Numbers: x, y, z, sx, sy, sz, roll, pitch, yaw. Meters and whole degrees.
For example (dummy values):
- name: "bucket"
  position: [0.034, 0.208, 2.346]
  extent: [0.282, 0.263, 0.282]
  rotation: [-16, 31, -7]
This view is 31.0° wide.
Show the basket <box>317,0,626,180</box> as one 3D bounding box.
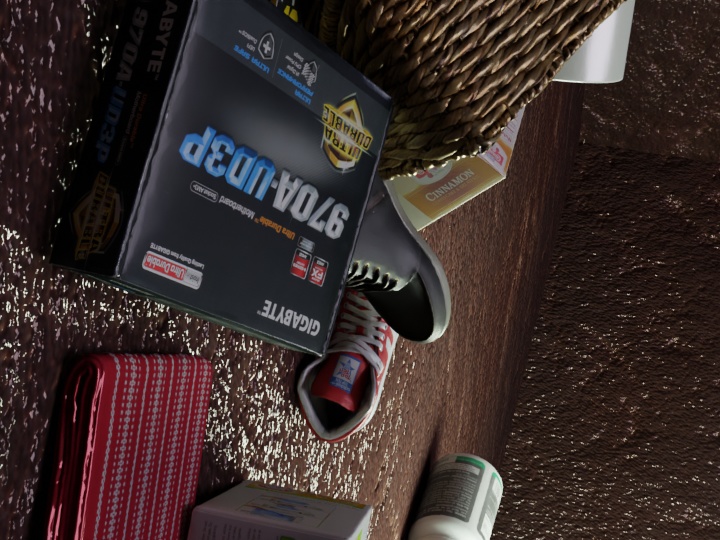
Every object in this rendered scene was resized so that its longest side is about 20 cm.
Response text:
- name: "basket"
  position: [0.052, -0.176, 0.835]
  extent: [0.200, 0.142, 0.149]
  rotation: [-47, 109, -26]

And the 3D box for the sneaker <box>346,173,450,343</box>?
- name: "sneaker"
  position: [0.000, 0.000, 1.027]
  extent: [0.201, 0.074, 0.106]
  rotation: [61, 40, -26]

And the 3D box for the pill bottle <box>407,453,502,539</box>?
- name: "pill bottle"
  position: [0.132, 0.366, 1.862]
  extent: [0.200, 0.112, 0.114]
  rotation: [-62, 158, -52]

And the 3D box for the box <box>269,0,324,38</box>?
- name: "box"
  position: [-0.050, -0.152, 0.808]
  extent: [0.160, 0.049, 0.202]
  rotation: [0, 100, -75]

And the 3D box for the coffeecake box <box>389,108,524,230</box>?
- name: "coffeecake box"
  position: [0.067, -0.137, 1.096]
  extent: [0.153, 0.073, 0.201]
  rotation: [-30, -150, 45]

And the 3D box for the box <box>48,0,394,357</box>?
- name: "box"
  position: [-0.063, -0.052, 0.685]
  extent: [0.200, 0.046, 0.160]
  rotation: [28, 76, -58]

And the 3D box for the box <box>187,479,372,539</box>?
- name: "box"
  position: [-0.056, 0.214, 0.888]
  extent: [0.200, 0.100, 0.114]
  rotation: [36, 65, -84]

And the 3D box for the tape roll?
- name: "tape roll"
  position: [0.224, -0.308, 1.547]
  extent: [0.203, 0.201, 0.140]
  rotation: [-46, 143, -68]

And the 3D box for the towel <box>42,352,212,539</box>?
- name: "towel"
  position: [-0.128, 0.118, 0.729]
  extent: [0.200, 0.022, 0.146]
  rotation: [21, 77, -79]

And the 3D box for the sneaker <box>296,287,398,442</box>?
- name: "sneaker"
  position: [-0.002, 0.052, 1.121]
  extent: [0.112, 0.071, 0.202]
  rotation: [-24, 125, -79]
